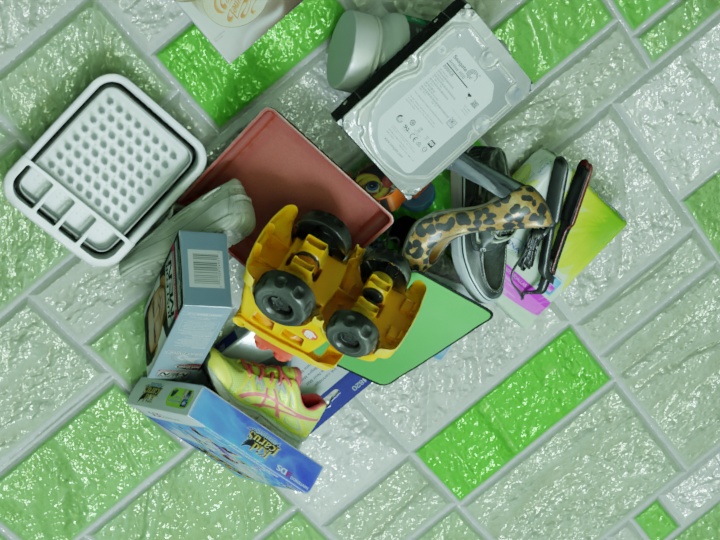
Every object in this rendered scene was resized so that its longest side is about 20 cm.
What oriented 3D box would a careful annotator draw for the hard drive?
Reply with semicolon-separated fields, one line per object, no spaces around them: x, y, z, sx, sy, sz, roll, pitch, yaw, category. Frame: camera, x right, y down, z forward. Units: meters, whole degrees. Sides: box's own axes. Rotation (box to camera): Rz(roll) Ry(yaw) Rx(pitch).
0.084;-0.194;1.526;0.200;0.038;0.140;-41;119;4;hard drive

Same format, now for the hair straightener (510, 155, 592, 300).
0.227;-0.052;1.686;0.077;0.041;0.200;8;115;-21;hair straightener

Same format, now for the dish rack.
-0.299;-0.120;1.566;0.200;0.044;0.172;-46;117;6;dish rack

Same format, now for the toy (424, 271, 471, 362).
0.089;0.067;1.721;0.200;0.047;0.115;21;109;-47;toy

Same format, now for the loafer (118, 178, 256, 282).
-0.210;-0.044;1.596;0.200;0.070;0.070;-25;154;24;loafer

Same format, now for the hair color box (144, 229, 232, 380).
-0.207;0.045;1.576;0.061;0.099;0.200;4;150;-20;hair color box

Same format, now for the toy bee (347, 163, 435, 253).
0.036;-0.116;1.634;0.200;0.109;0.131;-47;149;-39;toy bee

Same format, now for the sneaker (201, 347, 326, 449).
-0.121;0.144;1.676;0.090;0.078;0.200;-45;127;6;sneaker

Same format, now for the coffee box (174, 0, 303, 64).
-0.114;-0.346;1.501;0.200;0.080;0.114;-39;118;3;coffee box

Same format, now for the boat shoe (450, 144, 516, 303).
0.155;-0.056;1.637;0.072;0.071;0.200;-19;103;-42;boat shoe

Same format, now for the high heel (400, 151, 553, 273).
0.132;-0.028;1.589;0.143;0.071;0.200;32;111;11;high heel

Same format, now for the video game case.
-0.172;0.206;1.671;0.200;0.181;0.045;38;71;-27;video game case

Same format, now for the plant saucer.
-0.088;-0.078;1.592;0.200;0.037;0.200;41;125;-11;plant saucer

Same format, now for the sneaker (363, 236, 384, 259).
0.000;0.000;1.691;0.086;0.078;0.200;-27;118;-8;sneaker

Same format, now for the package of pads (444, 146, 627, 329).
0.226;-0.045;1.744;0.200;0.068;0.154;-47;119;6;package of pads

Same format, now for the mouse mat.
0.047;0.075;1.666;0.200;0.008;0.161;-36;135;29;mouse mat

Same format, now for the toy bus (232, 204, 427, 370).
-0.048;0.051;1.566;0.200;0.136;0.192;29;139;1;toy bus

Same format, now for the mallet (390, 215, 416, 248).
0.050;0.021;1.739;0.041;0.066;0.200;-15;137;-41;mallet

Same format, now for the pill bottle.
0.069;-0.241;1.584;0.200;0.113;0.113;10;110;-21;pill bottle

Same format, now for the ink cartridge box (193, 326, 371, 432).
-0.088;0.135;1.742;0.200;0.041;0.200;-41;118;3;ink cartridge box
